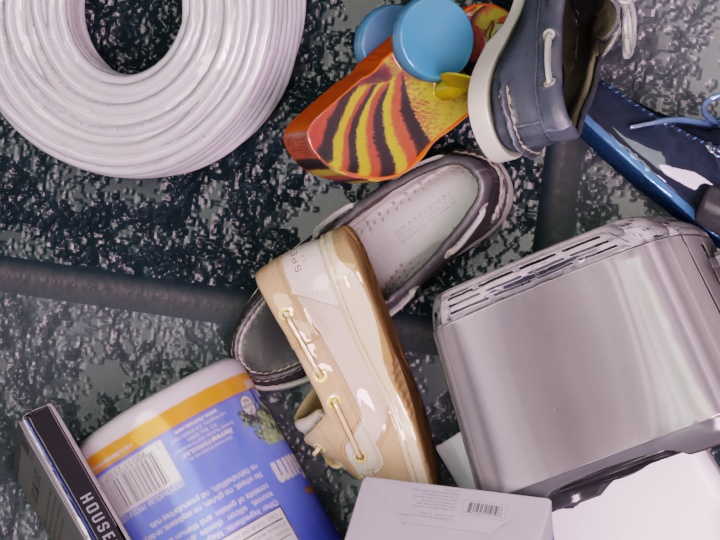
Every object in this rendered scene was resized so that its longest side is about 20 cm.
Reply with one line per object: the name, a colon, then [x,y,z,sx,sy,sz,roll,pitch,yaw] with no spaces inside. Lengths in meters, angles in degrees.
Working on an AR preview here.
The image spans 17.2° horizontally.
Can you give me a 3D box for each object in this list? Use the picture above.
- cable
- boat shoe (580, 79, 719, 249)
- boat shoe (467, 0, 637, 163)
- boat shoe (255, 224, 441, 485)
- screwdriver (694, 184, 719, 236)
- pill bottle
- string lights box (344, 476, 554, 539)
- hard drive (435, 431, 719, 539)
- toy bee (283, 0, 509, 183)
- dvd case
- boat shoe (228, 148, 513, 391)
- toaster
cable: [-0.133,-0.155,1.392,0.199,0.069,0.201,29,100,14]
boat shoe: [0.206,-0.050,1.308,0.199,0.084,0.069,35,90,-3]
boat shoe: [0.114,-0.138,1.280,0.061,0.200,0.075,-6,128,31]
boat shoe: [-0.005,0.073,1.330,0.069,0.074,0.201,-17,110,7]
screwdriver: [0.266,0.008,1.248,0.199,0.028,0.029,30,100,5]
pill bottle: [-0.069,0.161,1.349,0.112,0.112,0.201,-31,85,12]
string lights box: [0.055,0.201,1.280,0.102,0.201,0.059,5,46,15]
hard drive: [0.149,0.150,1.335,0.132,0.027,0.201,-33,81,12]
toy bee: [0.055,-0.112,1.324,0.109,0.131,0.200,43,94,-18]
dvd case: [-0.140,0.181,1.355,0.025,0.150,0.201,-28,81,-16]
boat shoe: [0.000,0.000,1.361,0.199,0.060,0.074,-34,82,12]
toaster: [0.123,0.054,1.273,0.199,0.113,0.130,-23,79,24]
